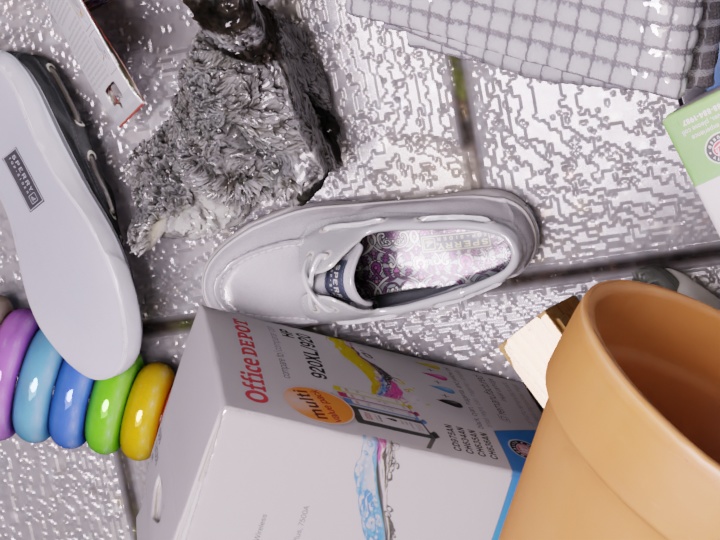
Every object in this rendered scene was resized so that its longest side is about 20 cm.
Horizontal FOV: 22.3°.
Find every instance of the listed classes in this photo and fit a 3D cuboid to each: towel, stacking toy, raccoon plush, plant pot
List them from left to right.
[{"bbox_3d":[-0.140,0.078,1.079,0.199,0.085,0.086,15,106,2],"label":"stacking toy"},{"bbox_3d":[-0.098,-0.100,0.999,0.133,0.097,0.200,-17,120,16],"label":"raccoon plush"},{"bbox_3d":[0.095,-0.187,0.937,0.199,0.085,0.166,17,115,27],"label":"towel"},{"bbox_3d":[0.152,0.118,0.846,0.200,0.200,0.140,34,111,4],"label":"plant pot"}]

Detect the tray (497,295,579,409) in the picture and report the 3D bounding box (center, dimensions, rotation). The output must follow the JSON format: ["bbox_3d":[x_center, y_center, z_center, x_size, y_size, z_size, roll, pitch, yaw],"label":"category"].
[{"bbox_3d":[0.156,0.106,0.983,0.037,0.099,0.200,-37,84,15],"label":"tray"}]

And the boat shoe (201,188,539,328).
[{"bbox_3d":[0.000,0.000,1.026,0.199,0.069,0.072,-4,102,14],"label":"boat shoe"}]

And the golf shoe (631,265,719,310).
[{"bbox_3d":[0.229,0.065,0.995,0.088,0.077,0.200,-37,74,-22],"label":"golf shoe"}]

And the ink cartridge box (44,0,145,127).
[{"bbox_3d":[-0.156,-0.182,0.997,0.050,0.109,0.201,-31,95,-14],"label":"ink cartridge box"}]

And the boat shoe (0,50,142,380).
[{"bbox_3d":[-0.167,-0.037,1.046,0.068,0.057,0.201,-25,87,33],"label":"boat shoe"}]

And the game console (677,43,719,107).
[{"bbox_3d":[0.246,-0.133,0.959,0.176,0.031,0.201,-16,99,16],"label":"game console"}]

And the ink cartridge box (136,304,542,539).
[{"bbox_3d":[-0.008,0.128,0.984,0.199,0.147,0.145,14,107,-14],"label":"ink cartridge box"}]

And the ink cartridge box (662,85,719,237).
[{"bbox_3d":[0.253,-0.016,0.913,0.117,0.067,0.201,-25,92,36],"label":"ink cartridge box"}]
